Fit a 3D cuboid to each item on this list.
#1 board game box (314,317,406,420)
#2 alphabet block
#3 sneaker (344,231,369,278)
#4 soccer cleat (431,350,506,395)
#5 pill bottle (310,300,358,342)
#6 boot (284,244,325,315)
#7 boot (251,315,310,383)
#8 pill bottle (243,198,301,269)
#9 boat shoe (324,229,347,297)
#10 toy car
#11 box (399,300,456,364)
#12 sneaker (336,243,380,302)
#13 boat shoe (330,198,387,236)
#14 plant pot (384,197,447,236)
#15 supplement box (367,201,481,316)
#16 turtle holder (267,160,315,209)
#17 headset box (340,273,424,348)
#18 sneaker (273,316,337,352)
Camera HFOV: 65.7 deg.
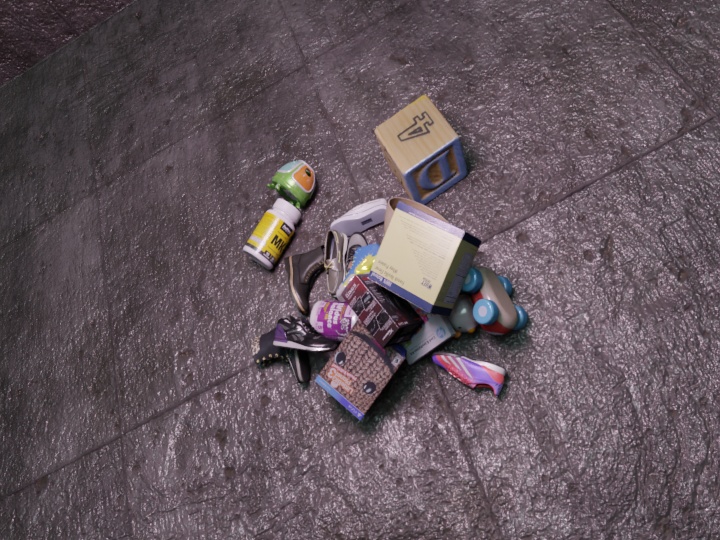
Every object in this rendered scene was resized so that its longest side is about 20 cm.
[{"bbox_3d":[0.003,0.248,1.457,0.158,0.097,0.203,37,97,4],"label":"board game box"},{"bbox_3d":[0.183,-0.353,1.668,0.193,0.196,0.203,-31,58,2],"label":"alphabet block"},{"bbox_3d":[-0.011,-0.026,1.659,0.071,0.080,0.207,-8,63,19],"label":"sneaker"},{"bbox_3d":[0.270,0.259,1.428,0.193,0.068,0.076,12,75,23],"label":"soccer cleat"},{"bbox_3d":[-0.036,0.146,1.569,0.193,0.113,0.116,1,66,21],"label":"pill bottle"},{"bbox_3d":[-0.151,0.020,1.697,0.134,0.078,0.205,-21,62,5],"label":"boot"},{"bbox_3d":[-0.233,0.253,1.624,0.150,0.073,0.209,-26,60,13],"label":"boot"},{"bbox_3d":[-0.279,-0.119,1.783,0.112,0.115,0.204,25,77,28],"label":"pill bottle"},{"bbox_3d":[-0.081,-0.024,1.681,0.071,0.059,0.209,-18,60,41],"label":"boat shoe"},{"bbox_3d":[0.295,0.115,1.452,0.200,0.181,0.181,-43,55,31],"label":"toy car"},{"bbox_3d":[0.143,0.122,1.491,0.155,0.041,0.204,-38,73,29],"label":"box"},{"bbox_3d":[0.000,0.000,1.584,0.198,0.076,0.105,-38,41,-3],"label":"sneaker"},{"bbox_3d":[-0.002,-0.166,1.732,0.193,0.075,0.067,-16,46,10],"label":"boat shoe"},{"bbox_3d":[0.145,-0.097,1.585,0.199,0.197,0.138,39,118,30],"label":"plant pot"},{"bbox_3d":[0.157,-0.026,1.366,0.196,0.133,0.206,27,97,31],"label":"supplement box"},{"bbox_3d":[-0.216,-0.284,1.836,0.139,0.185,0.133,37,81,-2],"label":"turtle holder"},{"bbox_3d":[0.052,0.090,1.439,0.078,0.147,0.202,-48,66,23],"label":"headset box"},{"bbox_3d":[-0.152,0.172,1.525,0.193,0.075,0.091,5,85,23],"label":"sneaker"}]
